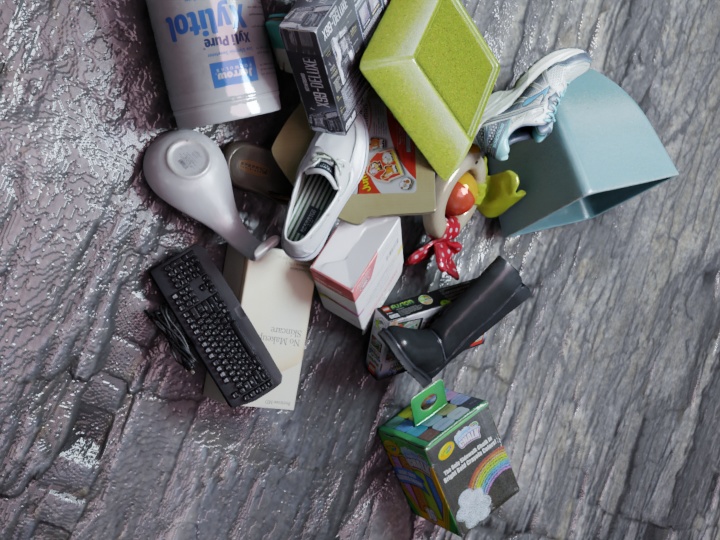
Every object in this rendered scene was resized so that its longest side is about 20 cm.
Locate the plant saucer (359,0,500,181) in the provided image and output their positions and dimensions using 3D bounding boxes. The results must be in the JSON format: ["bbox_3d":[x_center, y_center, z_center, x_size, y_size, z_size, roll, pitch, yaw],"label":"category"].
[{"bbox_3d":[0.101,-0.246,1.122,0.200,0.048,0.200,48,51,-35],"label":"plant saucer"}]

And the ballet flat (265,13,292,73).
[{"bbox_3d":[-0.074,-0.274,1.127,0.067,0.200,0.070,6,104,3],"label":"ballet flat"}]

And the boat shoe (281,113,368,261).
[{"bbox_3d":[-0.039,-0.107,1.093,0.074,0.067,0.200,16,78,4],"label":"boat shoe"}]

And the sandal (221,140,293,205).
[{"bbox_3d":[-0.085,-0.125,1.197,0.200,0.055,0.082,14,87,-33],"label":"sandal"}]

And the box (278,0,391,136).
[{"bbox_3d":[-0.012,-0.282,1.075,0.200,0.050,0.158,-62,154,-27],"label":"box"}]

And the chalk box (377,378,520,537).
[{"bbox_3d":[0.118,0.251,1.322,0.125,0.124,0.200,-30,109,-27],"label":"chalk box"}]

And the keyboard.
[{"bbox_3d":[-0.185,0.075,1.104,0.104,0.040,0.200,-33,85,1],"label":"keyboard"}]

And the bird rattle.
[{"bbox_3d":[0.127,-0.093,1.300,0.200,0.113,0.163,-44,146,-15],"label":"bird rattle"}]

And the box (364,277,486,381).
[{"bbox_3d":[0.103,0.081,1.321,0.200,0.035,0.110,-15,132,-32],"label":"box"}]

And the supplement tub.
[{"bbox_3d":[-0.174,-0.275,1.082,0.132,0.132,0.200,-19,103,-31],"label":"supplement tub"}]

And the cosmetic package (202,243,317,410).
[{"bbox_3d":[-0.127,0.070,1.176,0.103,0.073,0.200,9,88,-33],"label":"cosmetic package"}]

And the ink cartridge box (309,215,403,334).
[{"bbox_3d":[0.000,0.000,1.220,0.067,0.200,0.117,29,74,14],"label":"ink cartridge box"}]

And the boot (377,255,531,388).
[{"bbox_3d":[0.129,0.058,1.237,0.200,0.066,0.165,-39,153,1],"label":"boot"}]

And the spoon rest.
[{"bbox_3d":[-0.178,-0.088,1.110,0.099,0.061,0.200,-38,80,-24],"label":"spoon rest"}]

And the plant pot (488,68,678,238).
[{"bbox_3d":[0.306,-0.184,1.373,0.196,0.196,0.200,-13,81,-32],"label":"plant pot"}]

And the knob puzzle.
[{"bbox_3d":[-0.009,-0.149,1.152,0.219,0.030,0.220,0,77,1],"label":"knob puzzle"}]

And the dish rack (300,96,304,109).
[{"bbox_3d":[0.033,-0.227,1.214,0.200,0.044,0.172,32,80,-13],"label":"dish rack"}]

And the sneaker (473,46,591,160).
[{"bbox_3d":[0.238,-0.218,1.245,0.200,0.078,0.086,-36,69,-3],"label":"sneaker"}]
